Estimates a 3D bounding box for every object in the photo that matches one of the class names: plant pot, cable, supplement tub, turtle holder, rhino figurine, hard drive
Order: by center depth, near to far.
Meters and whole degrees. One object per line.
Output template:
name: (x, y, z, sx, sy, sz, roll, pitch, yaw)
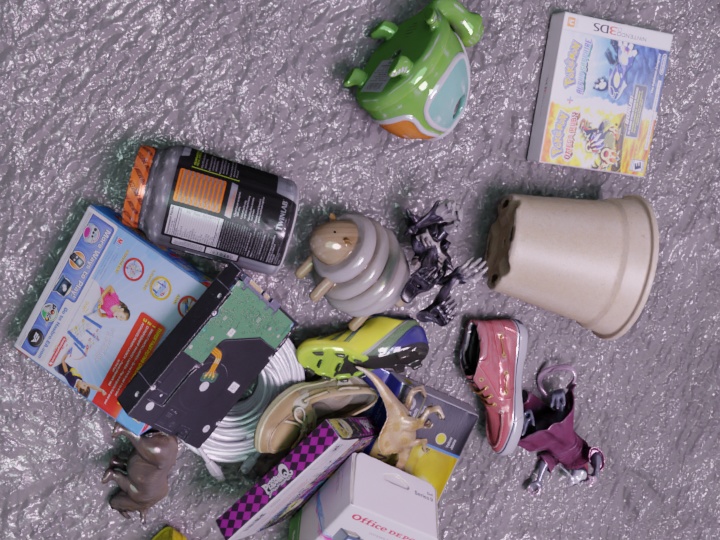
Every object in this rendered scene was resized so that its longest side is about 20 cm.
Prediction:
hard drive: (-0.176, 0.105, 0.768, 0.201, 0.038, 0.140, -51, 144, -7)
supplement tub: (-0.182, -0.077, 0.790, 0.195, 0.123, 0.126, 16, 99, -16)
turtle holder: (0.077, -0.254, 0.821, 0.131, 0.139, 0.189, 41, 51, -33)
rhino figurine: (-0.297, 0.275, 0.859, 0.085, 0.060, 0.204, 17, 121, -9)
cable: (-0.172, 0.156, 0.875, 0.199, 0.069, 0.202, -39, 107, -3)
plant pot: (0.276, -0.022, 0.891, 0.178, 0.201, 0.207, 11, 100, -5)

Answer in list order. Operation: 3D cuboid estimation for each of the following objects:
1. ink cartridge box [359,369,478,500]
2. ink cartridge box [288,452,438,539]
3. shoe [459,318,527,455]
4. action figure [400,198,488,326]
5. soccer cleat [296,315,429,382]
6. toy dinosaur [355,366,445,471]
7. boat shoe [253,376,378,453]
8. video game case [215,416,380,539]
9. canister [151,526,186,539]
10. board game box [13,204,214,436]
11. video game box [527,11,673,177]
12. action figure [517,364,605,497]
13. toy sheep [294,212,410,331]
ink cartridge box: (0.054, 0.266, 0.967, 0.196, 0.047, 0.202, 23, 96, -19)
ink cartridge box: (0.000, 0.366, 0.911, 0.143, 0.089, 0.201, 26, 123, -17)
shoe: (0.191, 0.173, 0.957, 0.088, 0.071, 0.207, 4, 93, -22)
action figure: (0.106, -0.021, 0.828, 0.100, 0.202, 0.120, -26, 116, 26)
soccer cleat: (0.002, 0.103, 0.899, 0.194, 0.085, 0.066, -2, 136, -20)
toy dinosaur: (0.062, 0.208, 0.894, 0.099, 0.058, 0.205, -26, 118, -22)
boat shoe: (-0.057, 0.191, 0.859, 0.198, 0.062, 0.075, -15, 120, -50)
video game case: (-0.075, 0.275, 0.864, 0.199, 0.181, 0.036, -43, 69, 7)
canister: (-0.251, 0.489, 0.922, 0.148, 0.087, 0.201, -42, 110, -1)
board game box: (-0.292, 0.059, 0.793, 0.193, 0.056, 0.203, 33, 94, 4)
video game box: (0.342, -0.248, 0.920, 0.176, 0.047, 0.206, 5, 101, -12)
action figure: (0.316, 0.271, 1.021, 0.200, 0.132, 0.152, 46, 47, -30)
toy sheep: (0.000, 0.000, 0.853, 0.139, 0.138, 0.199, -49, 138, 1)
